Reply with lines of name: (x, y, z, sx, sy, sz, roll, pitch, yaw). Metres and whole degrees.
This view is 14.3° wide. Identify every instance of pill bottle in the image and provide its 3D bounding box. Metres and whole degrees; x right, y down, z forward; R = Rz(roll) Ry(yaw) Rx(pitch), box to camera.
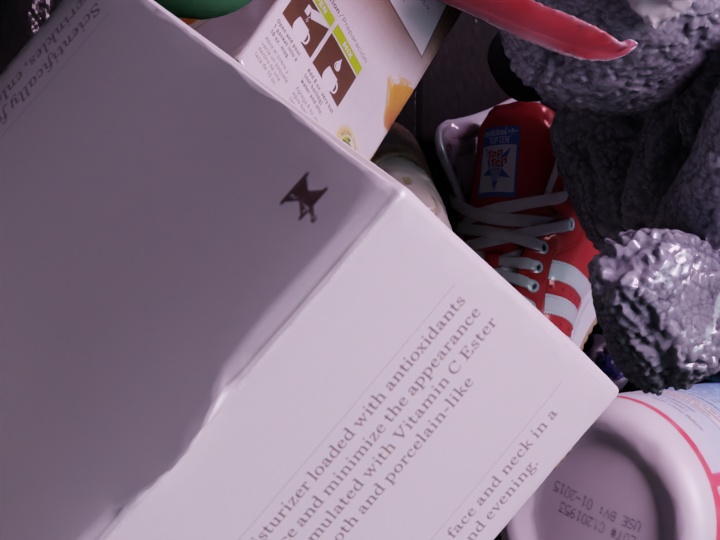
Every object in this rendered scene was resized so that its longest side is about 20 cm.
pill bottle: (0.160, 0.107, 1.339, 0.200, 0.109, 0.109, -4, 86, -53)

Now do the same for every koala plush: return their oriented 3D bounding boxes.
koala plush: (0.124, -0.096, 1.119, 0.200, 0.184, 0.177, 50, 15, -22)

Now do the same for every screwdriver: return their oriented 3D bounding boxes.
screwdriver: (0.119, 0.038, 1.260, 0.029, 0.200, 0.028, 37, 81, -3)

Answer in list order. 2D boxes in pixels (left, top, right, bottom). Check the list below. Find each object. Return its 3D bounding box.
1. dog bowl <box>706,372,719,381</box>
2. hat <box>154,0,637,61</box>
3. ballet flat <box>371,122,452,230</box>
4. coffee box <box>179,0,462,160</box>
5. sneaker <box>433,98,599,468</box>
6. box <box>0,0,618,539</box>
dog bowl: (0.196, 0.031, 1.409, 0.200, 0.111, 0.050, 15, 84, -51)
hat: (-0.054, -0.106, 1.025, 0.166, 0.200, 0.176, -46, 123, -21)
ballet flat: (0.000, 0.000, 1.181, 0.200, 0.067, 0.068, -53, 125, -44)
coffee box: (-0.031, -0.103, 1.122, 0.080, 0.114, 0.200, 59, 43, -28)
sneaker: (0.064, 0.002, 1.250, 0.200, 0.071, 0.113, -67, 147, -46)
box: (-0.065, 0.040, 0.915, 0.199, 0.200, 0.131, -49, 131, -1)
